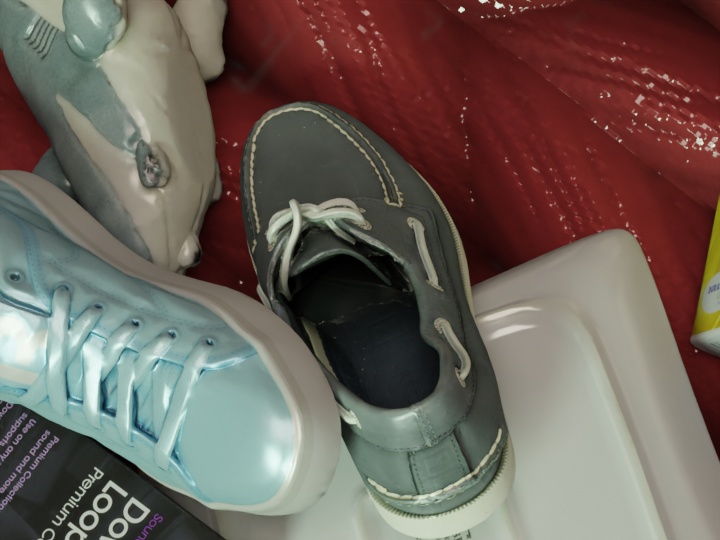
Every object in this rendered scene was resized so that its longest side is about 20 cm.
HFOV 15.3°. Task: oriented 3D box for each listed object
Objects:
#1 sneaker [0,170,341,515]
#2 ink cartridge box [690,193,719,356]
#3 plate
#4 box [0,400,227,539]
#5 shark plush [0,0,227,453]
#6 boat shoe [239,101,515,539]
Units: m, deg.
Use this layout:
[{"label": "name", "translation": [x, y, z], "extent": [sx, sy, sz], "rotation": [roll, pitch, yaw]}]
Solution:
[{"label": "sneaker", "translation": [-0.097, 0.029, 0.897], "extent": [0.200, 0.082, 0.074], "rotation": [28, 115, 36]}, {"label": "ink cartridge box", "translation": [0.178, -0.077, 0.890], "extent": [0.047, 0.198, 0.200], "rotation": [12, 79, -11]}, {"label": "plate", "translation": [0.030, 0.096, 0.919], "extent": [0.200, 0.032, 0.200], "rotation": [-21, 62, 6]}, {"label": "box", "translation": [-0.148, 0.106, 0.936], "extent": [0.200, 0.036, 0.143], "rotation": [33, 82, 27]}, {"label": "shark plush", "translation": [-0.090, -0.034, 0.988], "extent": [0.083, 0.091, 0.200], "rotation": [-16, 87, 26]}, {"label": "boat shoe", "translation": [0.000, 0.000, 0.923], "extent": [0.073, 0.062, 0.200], "rotation": [-24, 48, 2]}]
